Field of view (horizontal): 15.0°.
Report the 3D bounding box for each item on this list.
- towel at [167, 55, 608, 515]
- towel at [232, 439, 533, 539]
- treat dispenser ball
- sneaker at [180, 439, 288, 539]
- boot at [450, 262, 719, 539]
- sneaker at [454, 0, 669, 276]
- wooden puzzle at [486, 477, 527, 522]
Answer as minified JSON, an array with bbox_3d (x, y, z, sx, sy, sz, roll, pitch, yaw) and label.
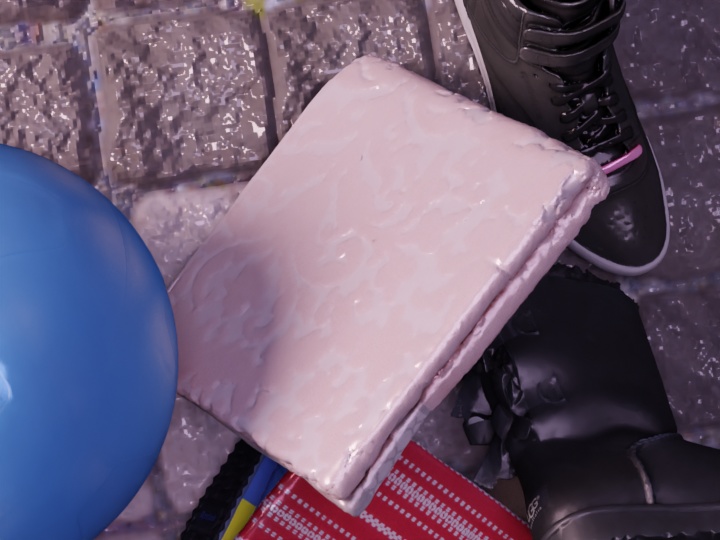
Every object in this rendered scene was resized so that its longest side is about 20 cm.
[{"bbox_3d":[0.000,0.000,1.261,0.191,0.200,0.032,-52,127,-5],"label":"towel"},{"bbox_3d":[-0.016,0.172,1.290,0.144,0.022,0.200,37,93,-26],"label":"towel"},{"bbox_3d":[-0.181,0.042,1.224,0.200,0.201,0.202,0,87,-8],"label":"treat dispenser ball"},{"bbox_3d":[-0.011,0.085,1.320,0.078,0.066,0.201,32,84,-16],"label":"sneaker"},{"bbox_3d":[0.139,0.078,1.312,0.197,0.073,0.163,2,48,-27],"label":"boot"},{"bbox_3d":[0.103,-0.090,1.325,0.070,0.099,0.201,-24,92,-11],"label":"sneaker"},{"bbox_3d":[0.157,0.189,1.335,0.199,0.037,0.186,4,71,-4],"label":"wooden puzzle"}]
